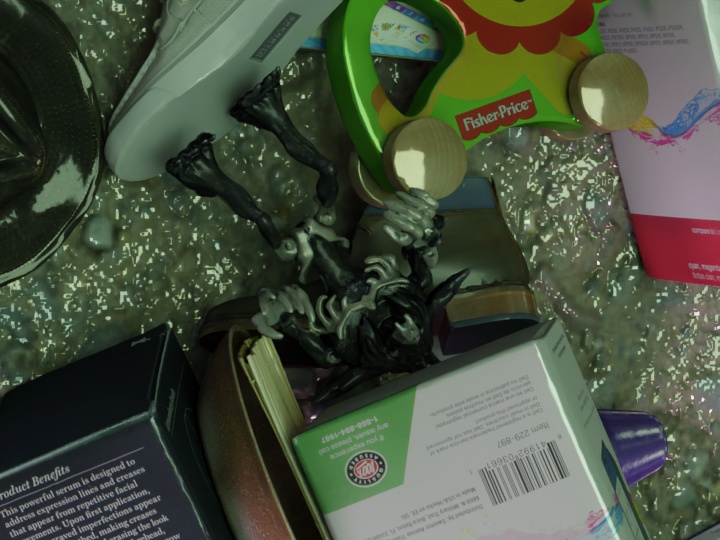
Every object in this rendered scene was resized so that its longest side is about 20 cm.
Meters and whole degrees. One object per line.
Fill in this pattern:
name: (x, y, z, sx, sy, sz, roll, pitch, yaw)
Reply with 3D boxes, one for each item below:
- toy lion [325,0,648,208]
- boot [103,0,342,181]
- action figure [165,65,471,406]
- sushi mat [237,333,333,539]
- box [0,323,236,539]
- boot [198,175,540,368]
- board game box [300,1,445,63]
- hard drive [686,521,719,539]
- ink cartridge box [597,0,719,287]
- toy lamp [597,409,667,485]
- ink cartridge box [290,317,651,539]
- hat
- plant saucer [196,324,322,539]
toy lion: (0.067, -0.153, 1.478, 0.200, 0.069, 0.192, -22, 95, -24)
boot: (-0.085, -0.147, 1.441, 0.200, 0.096, 0.074, -44, 154, 13)
action figure: (-0.015, -0.005, 1.405, 0.119, 0.102, 0.200, -41, 93, -5)
sushi mat: (-0.019, 0.128, 1.405, 0.012, 0.096, 0.200, -23, 96, 6)
box: (-0.112, 0.155, 1.393, 0.107, 0.148, 0.200, -22, 105, 6)
boot: (0.000, 0.000, 1.506, 0.200, 0.075, 0.097, -3, 70, -14)
board game box: (0.034, -0.189, 1.509, 0.200, 0.034, 0.135, 4, 93, -25)
hard drive: (0.266, 0.252, 1.658, 0.132, 0.025, 0.200, -25, 104, -20)
ink cartridge box: (0.241, -0.107, 1.551, 0.145, 0.145, 0.200, -20, 102, -22)
toy lamp: (0.091, 0.122, 1.551, 0.200, 0.058, 0.058, -12, 100, -21)
ink cartridge box: (0.073, 0.146, 1.370, 0.145, 0.088, 0.200, -23, 92, 13)
hat: (-0.219, -0.077, 1.376, 0.200, 0.081, 0.201, -2, 94, -25)
plant saucer: (-0.044, 0.128, 1.414, 0.037, 0.200, 0.201, -23, 105, 7)
